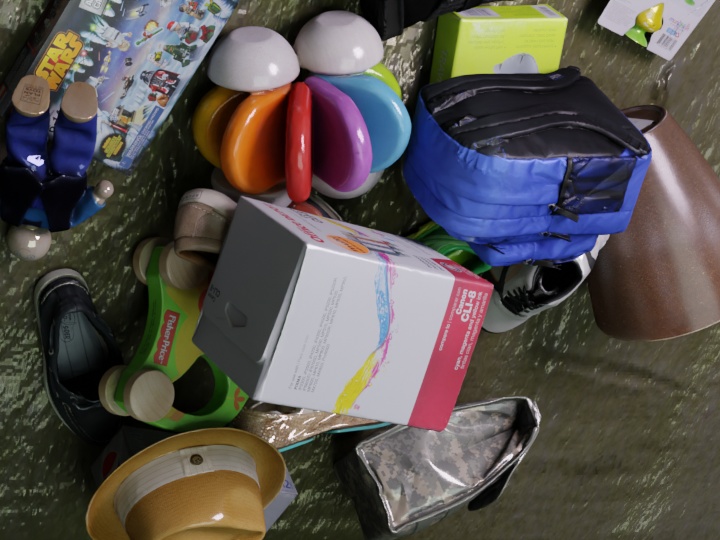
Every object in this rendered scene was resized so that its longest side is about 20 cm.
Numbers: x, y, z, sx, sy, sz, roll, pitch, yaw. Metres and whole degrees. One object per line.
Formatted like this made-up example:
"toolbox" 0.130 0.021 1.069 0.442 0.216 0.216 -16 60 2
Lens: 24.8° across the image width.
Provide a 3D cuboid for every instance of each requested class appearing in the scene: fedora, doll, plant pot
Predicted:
"fedora" -0.156 0.234 1.552 0.200 0.082 0.201 -16 141 -13
"doll" -0.279 -0.082 1.412 0.136 0.049 0.200 6 140 -13
"plant pot" 0.300 -0.061 1.688 0.186 0.187 0.201 -28 113 -10

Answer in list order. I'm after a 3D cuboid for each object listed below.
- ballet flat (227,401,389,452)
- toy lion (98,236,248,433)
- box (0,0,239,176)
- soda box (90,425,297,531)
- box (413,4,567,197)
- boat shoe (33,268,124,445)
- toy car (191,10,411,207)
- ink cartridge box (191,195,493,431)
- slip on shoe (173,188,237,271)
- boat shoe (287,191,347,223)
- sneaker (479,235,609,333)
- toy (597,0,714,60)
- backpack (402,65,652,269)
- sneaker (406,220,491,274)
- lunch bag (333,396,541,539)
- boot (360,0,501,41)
"ballet flat" -0.049 0.144 1.680 0.199 0.070 0.066 -11 92 -36
"toy lion" -0.134 0.060 1.557 0.191 0.069 0.201 21 79 -36
"box" -0.208 -0.195 1.418 0.137 0.040 0.200 25 104 -34
"soda box" -0.165 0.211 1.642 0.199 0.064 0.068 14 126 -39
"box" 0.125 -0.158 1.608 0.121 0.048 0.201 -5 119 -24
"boat shoe" -0.257 0.096 1.545 0.074 0.066 0.200 -16 124 -20
"toy car" -0.044 -0.127 1.473 0.199 0.150 0.176 -13 122 -20
"ink cartridge box" -0.019 0.039 1.437 0.199 0.145 0.145 12 102 -33
"slip on shoe" -0.089 -0.003 1.506 0.200 0.076 0.061 35 55 -35
"boat shoe" 0.000 0.000 1.584 0.200 0.063 0.071 38 140 -11
"sneaker" 0.171 0.011 1.666 0.074 0.080 0.200 33 136 -8
"toy" 0.319 -0.315 1.617 0.115 0.047 0.200 19 111 -37
"backpack" 0.142 -0.089 1.525 0.199 0.163 0.168 -2 121 -27
"sneaker" 0.044 0.015 1.643 0.200 0.084 0.074 -34 128 -5
"lunch bag" 0.089 0.201 1.714 0.199 0.164 0.118 -23 81 -14
"boot" 0.082 -0.296 1.452 0.157 0.080 0.211 -20 161 -12
